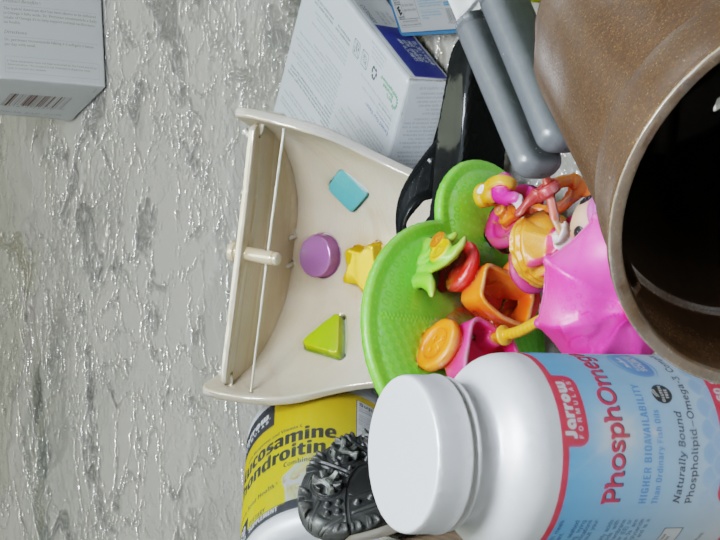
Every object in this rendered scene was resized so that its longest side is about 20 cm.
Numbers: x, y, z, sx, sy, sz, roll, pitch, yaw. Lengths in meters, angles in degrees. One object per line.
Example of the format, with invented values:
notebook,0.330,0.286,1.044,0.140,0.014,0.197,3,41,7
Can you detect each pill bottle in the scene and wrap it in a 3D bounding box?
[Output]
pill bottle,-0.026,0.147,1.498,0.200,0.111,0.112,-90,18,-55
pill bottle,0.110,0.098,1.159,0.109,0.199,0.109,-8,82,63

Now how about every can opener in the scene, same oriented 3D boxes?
can opener,0.071,-0.146,1.286,0.053,0.066,0.201,-49,57,46

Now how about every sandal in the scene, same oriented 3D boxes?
sandal,0.057,-0.053,1.405,0.048,0.075,0.202,3,75,34

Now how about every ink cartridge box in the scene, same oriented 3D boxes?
ink cartridge box,-0.010,-0.101,1.603,0.200,0.040,0.201,57,138,49

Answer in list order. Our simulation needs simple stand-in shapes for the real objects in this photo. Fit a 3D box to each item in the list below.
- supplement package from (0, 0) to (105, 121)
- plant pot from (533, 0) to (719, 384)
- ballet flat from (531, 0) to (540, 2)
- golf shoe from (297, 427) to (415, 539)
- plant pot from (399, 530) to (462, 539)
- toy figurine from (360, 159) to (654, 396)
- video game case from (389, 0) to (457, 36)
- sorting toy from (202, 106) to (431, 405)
supplement package,-0.336,-0.267,2.198,0.117,0.116,0.201,-30,61,60
plant pot,0.182,-0.078,1.056,0.198,0.199,0.201,-117,38,-57
ballet flat,0.145,-0.195,1.275,0.200,0.067,0.067,-44,66,53
golf shoe,0.022,0.142,1.343,0.078,0.200,0.095,29,119,23
plant pot,0.071,0.220,1.302,0.093,0.201,0.201,-51,16,-22
toy figurine,0.120,0.001,1.276,0.184,0.150,0.201,-20,45,48
video game case,0.029,-0.255,1.447,0.143,0.018,0.201,13,124,69
sorting toy,0.000,0.000,1.481,0.179,0.107,0.201,11,98,27
